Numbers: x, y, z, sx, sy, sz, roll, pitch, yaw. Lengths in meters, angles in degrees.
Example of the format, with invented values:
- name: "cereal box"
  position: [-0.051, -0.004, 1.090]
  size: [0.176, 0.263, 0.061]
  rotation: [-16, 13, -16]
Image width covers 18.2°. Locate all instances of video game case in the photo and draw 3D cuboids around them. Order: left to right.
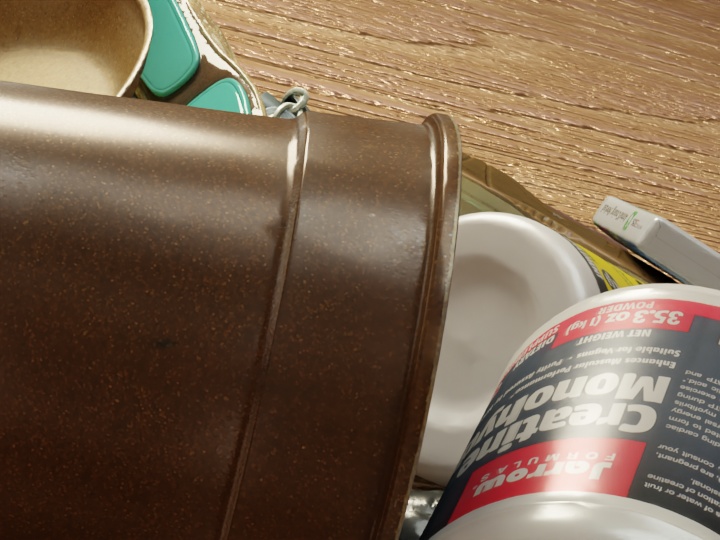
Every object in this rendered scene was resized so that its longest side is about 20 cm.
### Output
- name: "video game case"
  position: [0.218, 0.026, 1.179]
  size: [0.200, 0.022, 0.182]
  rotation: [33, 4, -4]

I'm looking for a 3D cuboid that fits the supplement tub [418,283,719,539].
- name: "supplement tub"
  position: [0.085, 0.106, 0.708]
  size: [0.140, 0.141, 0.200]
  rotation: [24, 33, 6]

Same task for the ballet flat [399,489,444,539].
- name: "ballet flat"
  position: [0.084, 0.109, 0.851]
  size: [0.199, 0.067, 0.057]
  rotation: [-5, 38, -15]

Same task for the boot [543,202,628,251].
- name: "boot"
  position: [0.129, 0.001, 1.258]
  size: [0.199, 0.073, 0.166]
  rotation: [24, 19, 18]

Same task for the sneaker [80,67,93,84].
- name: "sneaker"
  position: [-0.146, -0.060, 1.101]
  size: [0.076, 0.076, 0.200]
  rotation: [37, -2, -25]

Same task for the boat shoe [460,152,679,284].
- name: "boat shoe"
  position: [0.071, -0.008, 1.147]
  size: [0.199, 0.065, 0.071]
  rotation: [32, 12, 13]

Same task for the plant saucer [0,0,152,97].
- name: "plant saucer"
  position: [-0.178, -0.064, 0.979]
  size: [0.199, 0.036, 0.201]
  rotation: [-14, 36, 10]

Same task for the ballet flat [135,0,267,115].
- name: "ballet flat"
  position: [-0.074, -0.076, 1.148]
  size: [0.065, 0.070, 0.200]
  rotation: [41, 20, -44]

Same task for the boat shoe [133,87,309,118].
- name: "boat shoe"
  position: [-0.053, -0.071, 1.220]
  size: [0.199, 0.062, 0.073]
  rotation: [17, 11, 18]

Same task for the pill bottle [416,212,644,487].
- name: "pill bottle"
  position: [0.093, 0.054, 0.951]
  size: [0.111, 0.112, 0.200]
  rotation: [35, 5, 36]

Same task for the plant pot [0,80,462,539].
- name: "plant pot"
  position: [-0.086, 0.026, 0.736]
  size: [0.197, 0.201, 0.200]
  rotation: [12, 18, -7]
